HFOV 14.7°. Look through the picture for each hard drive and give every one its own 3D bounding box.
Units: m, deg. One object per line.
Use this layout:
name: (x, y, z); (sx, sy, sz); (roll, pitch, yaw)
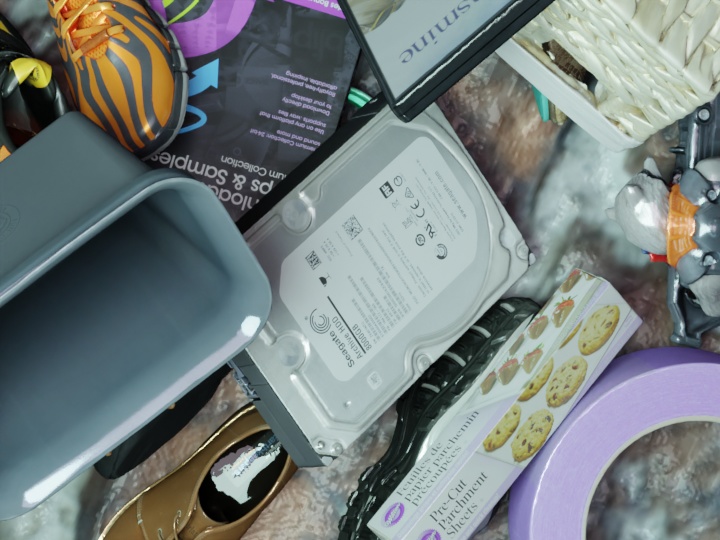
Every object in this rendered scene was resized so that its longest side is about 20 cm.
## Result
hard drive: (0.000, 0.000, 1.624); (0.200, 0.038, 0.140); (-42, 107, -28)

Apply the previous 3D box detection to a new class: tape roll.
tape roll: (0.191, 0.149, 1.660); (0.199, 0.066, 0.202); (-1, 98, -8)

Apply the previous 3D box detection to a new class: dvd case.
dvd case: (0.051, -0.177, 1.560); (0.142, 0.200, 0.018); (-39, 123, 10)

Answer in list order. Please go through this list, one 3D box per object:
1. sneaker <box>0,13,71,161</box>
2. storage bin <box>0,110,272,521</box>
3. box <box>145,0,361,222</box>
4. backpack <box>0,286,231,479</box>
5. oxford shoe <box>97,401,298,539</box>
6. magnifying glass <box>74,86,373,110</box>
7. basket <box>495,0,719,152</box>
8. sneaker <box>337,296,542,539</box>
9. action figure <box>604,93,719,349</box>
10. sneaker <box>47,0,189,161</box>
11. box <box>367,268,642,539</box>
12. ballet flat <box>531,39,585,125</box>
sneaker: (-0.200, -0.103, 1.613); (0.070, 0.090, 0.201); (-2, 49, -26)
storage bin: (-0.166, 0.017, 1.492); (0.200, 0.134, 0.146); (-37, 131, -6)
box: (-0.082, -0.100, 1.660); (0.142, 0.036, 0.201); (16, 82, 2)
backpack: (-0.193, 0.038, 1.629); (0.200, 0.163, 0.154); (40, 112, 6)
oxford shoe: (-0.109, 0.158, 1.675); (0.071, 0.071, 0.200); (40, 93, -3)
magnifying glass: (-0.074, -0.086, 1.688); (0.199, 0.022, 0.080); (13, 89, 2)
basket: (0.178, -0.189, 1.594); (0.135, 0.123, 0.200); (40, 70, -14)
sneaker: (0.059, 0.108, 1.679); (0.079, 0.074, 0.201); (28, 90, -24)
action figure: (0.241, -0.055, 1.652); (0.192, 0.105, 0.202); (-5, 93, -9)
sneaker: (-0.170, -0.159, 1.605); (0.077, 0.112, 0.201); (-31, 62, 16)
box: (0.085, 0.088, 1.625); (0.200, 0.039, 0.041); (-50, 122, -9)
ballet flat: (0.116, -0.190, 1.662); (0.065, 0.071, 0.201); (-15, 94, -6)
